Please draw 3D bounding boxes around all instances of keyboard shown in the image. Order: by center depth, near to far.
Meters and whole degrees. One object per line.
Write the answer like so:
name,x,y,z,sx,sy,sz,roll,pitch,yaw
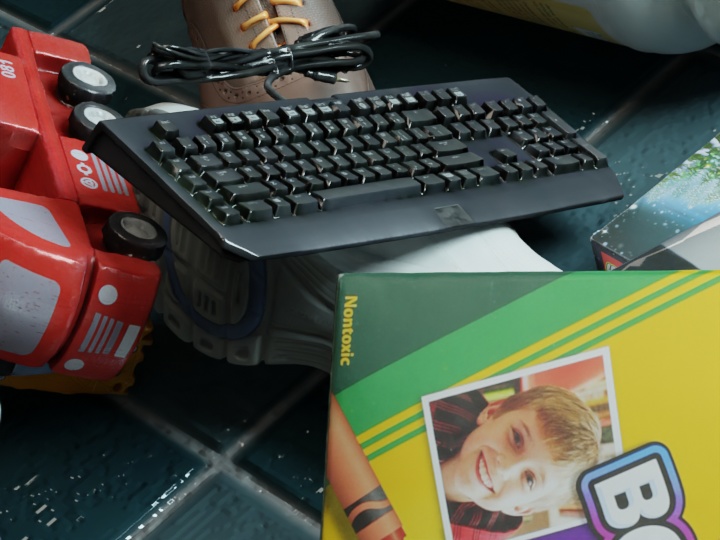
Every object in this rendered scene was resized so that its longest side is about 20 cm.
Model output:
keyboard,-0.009,-0.050,0.862,0.127,0.021,0.200,37,29,32

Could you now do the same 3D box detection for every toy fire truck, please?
toy fire truck,-0.151,-0.049,0.857,0.141,0.049,0.200,12,32,-26

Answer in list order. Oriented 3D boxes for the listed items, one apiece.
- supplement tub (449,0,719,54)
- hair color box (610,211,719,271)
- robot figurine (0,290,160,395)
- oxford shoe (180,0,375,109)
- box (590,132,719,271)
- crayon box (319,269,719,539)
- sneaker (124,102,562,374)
supplement tub,0.084,-0.162,0.965,0.200,0.145,0.145,19,53,34
hair color box,0.125,0.033,0.736,0.200,0.061,0.099,-29,68,11
robot figurine,-0.176,-0.014,0.891,0.200,0.058,0.145,10,32,-28
oxford shoe,-0.035,-0.080,0.972,0.071,0.073,0.200,-22,41,-5
box,0.192,0.002,0.826,0.137,0.038,0.200,-38,45,-21
crayon box,0.077,0.101,0.672,0.172,0.058,0.200,-1,77,20
sneaker,0.000,0.000,0.871,0.200,0.075,0.087,32,34,22
